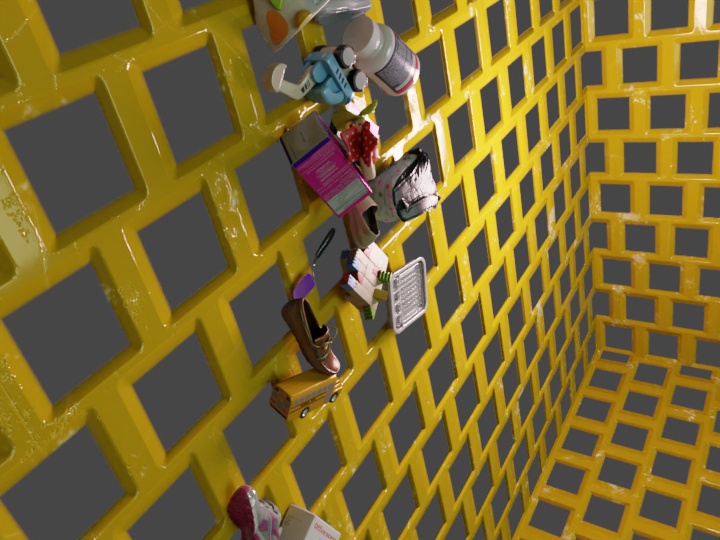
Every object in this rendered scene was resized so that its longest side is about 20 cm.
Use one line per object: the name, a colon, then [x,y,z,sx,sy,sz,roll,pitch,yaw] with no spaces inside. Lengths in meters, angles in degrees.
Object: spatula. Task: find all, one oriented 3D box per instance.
spatula: [-0.103,-0.018,1.411,0.057,0.020,0.204,66,42,-54]

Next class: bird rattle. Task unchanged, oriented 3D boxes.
bird rattle: [0.012,-0.276,1.329,0.203,0.110,0.165,-107,179,-46]

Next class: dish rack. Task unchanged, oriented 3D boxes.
dish rack: [0.125,0.066,1.736,0.198,0.043,0.177,-29,118,-49]

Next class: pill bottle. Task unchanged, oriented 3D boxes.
pill bottle: [0.048,-0.512,1.454,0.198,0.117,0.124,19,81,-55]

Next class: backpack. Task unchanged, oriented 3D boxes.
backpack: [0.110,-0.204,1.595,0.200,0.124,0.170,-45,119,-40]

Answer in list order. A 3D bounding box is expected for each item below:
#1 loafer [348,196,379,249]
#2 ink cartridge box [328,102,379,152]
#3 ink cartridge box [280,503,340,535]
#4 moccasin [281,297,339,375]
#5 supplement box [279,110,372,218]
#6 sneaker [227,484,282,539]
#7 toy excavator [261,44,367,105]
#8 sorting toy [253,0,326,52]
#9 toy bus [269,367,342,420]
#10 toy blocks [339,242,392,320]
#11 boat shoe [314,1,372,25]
loafer: [0.006,-0.158,1.472,0.075,0.067,0.207,-10,87,-53]
ink cartridge box: [-0.005,-0.329,1.486,0.199,0.036,0.098,29,73,-55]
ink cartridge box: [-0.144,0.677,1.427,0.146,0.082,0.203,55,52,-44]
moccasin: [-0.098,0.148,1.365,0.205,0.076,0.074,64,25,-16]
supplement box: [-0.072,-0.225,1.320,0.102,0.102,0.200,-34,140,8]
sneaker: [-0.220,0.523,1.304,0.088,0.079,0.205,-43,137,-43]
toy excavator: [-0.098,-0.402,1.298,0.203,0.098,0.195,-57,137,-19]
sorting toy: [-0.147,-0.572,1.183,0.181,0.106,0.201,47,68,-21]
toy bus: [-0.118,0.273,1.389,0.198,0.064,0.080,-15,128,-53]
toy blocks: [0.000,0.000,1.514,0.137,0.098,0.205,43,51,-39]
boat shoe: [-0.048,-0.596,1.360,0.199,0.071,0.063,-37,100,-50]
